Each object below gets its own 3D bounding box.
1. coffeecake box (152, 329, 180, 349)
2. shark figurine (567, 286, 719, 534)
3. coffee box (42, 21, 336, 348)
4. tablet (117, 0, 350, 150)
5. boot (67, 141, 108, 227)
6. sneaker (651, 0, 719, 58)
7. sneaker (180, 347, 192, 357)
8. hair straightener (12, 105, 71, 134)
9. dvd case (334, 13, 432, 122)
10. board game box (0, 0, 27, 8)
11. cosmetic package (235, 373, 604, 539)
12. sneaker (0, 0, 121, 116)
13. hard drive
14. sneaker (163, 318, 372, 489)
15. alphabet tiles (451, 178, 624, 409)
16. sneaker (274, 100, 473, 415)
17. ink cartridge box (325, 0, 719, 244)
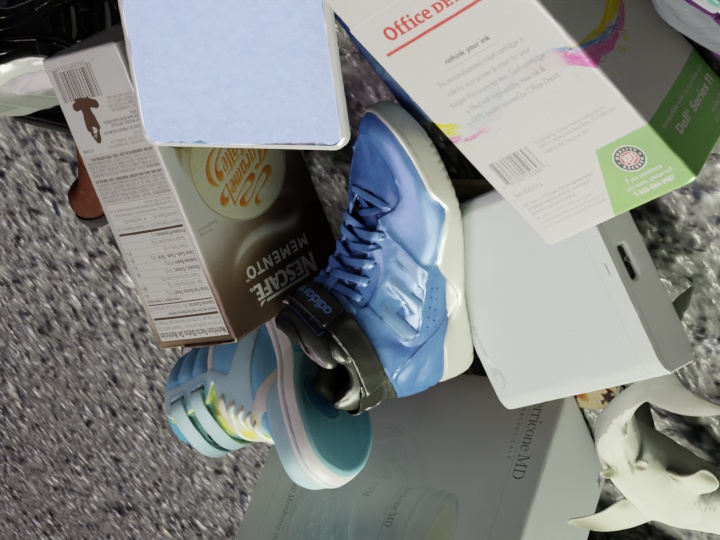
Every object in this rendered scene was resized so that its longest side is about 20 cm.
[{"bbox_3d":[-0.069,0.033,1.690,0.200,0.073,0.154,32,155,23],"label":"coffeecake box"},{"bbox_3d":[0.176,0.092,1.392,0.128,0.090,0.215,-7,145,19],"label":"shark figurine"},{"bbox_3d":[-0.102,-0.065,1.428,0.080,0.114,0.200,-8,109,46],"label":"coffee box"},{"bbox_3d":[-0.078,-0.160,1.288,0.130,0.014,0.200,2,120,17],"label":"tablet"},{"bbox_3d":[-0.221,-0.131,1.655,0.200,0.068,0.188,48,158,-10],"label":"boot"},{"bbox_3d":[0.130,-0.152,1.028,0.200,0.074,0.088,44,163,-5],"label":"sneaker"},{"bbox_3d":[-0.092,-0.024,1.572,0.082,0.077,0.200,41,125,44],"label":"sneaker"},{"bbox_3d":[-0.167,-0.095,1.561,0.200,0.041,0.077,17,136,36],"label":"hair straightener"},{"bbox_3d":[0.047,-0.143,1.250,0.143,0.018,0.200,52,157,-21],"label":"dvd case"},{"bbox_3d":[-0.304,-0.243,1.569,0.200,0.041,0.200,46,151,8],"label":"board game box"},{"bbox_3d":[0.037,0.178,1.525,0.200,0.199,0.123,6,148,23],"label":"cosmetic package"},{"bbox_3d":[-0.205,-0.144,1.517,0.200,0.074,0.079,-6,156,10],"label":"sneaker"},{"bbox_3d":[0.112,0.010,1.340,0.132,0.026,0.200,65,155,-1],"label":"hard drive"},{"bbox_3d":[-0.067,0.100,1.493,0.080,0.131,0.200,42,-161,-29],"label":"sneaker"},{"bbox_3d":[0.096,0.017,1.472,0.200,0.008,0.167,52,156,-23],"label":"alphabet tiles"},{"bbox_3d":[0.001,0.001,1.382,0.077,0.111,0.200,42,150,46],"label":"sneaker"},{"bbox_3d":[0.078,-0.118,1.137,0.200,0.067,0.117,46,142,-15],"label":"ink cartridge box"}]
